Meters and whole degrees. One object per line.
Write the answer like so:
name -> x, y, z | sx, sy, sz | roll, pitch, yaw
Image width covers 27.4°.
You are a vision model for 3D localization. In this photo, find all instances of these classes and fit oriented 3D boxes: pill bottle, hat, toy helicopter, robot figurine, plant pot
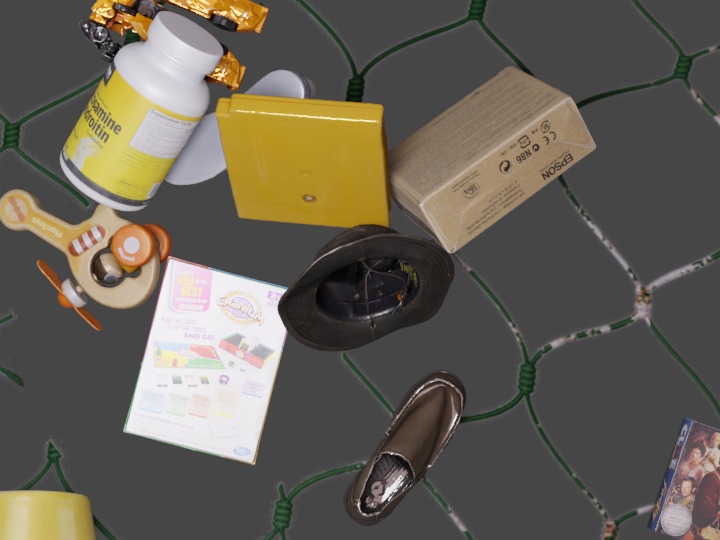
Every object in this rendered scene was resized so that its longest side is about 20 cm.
pill bottle -> -0.230, -0.171, 1.579 | 0.112, 0.112, 0.201 | 33, 111, -4
hat -> 0.000, 0.000, 1.631 | 0.199, 0.201, 0.081 | -14, 54, -5
toy helicopter -> -0.317, -0.022, 1.634 | 0.199, 0.079, 0.133 | 29, 97, 7
robot figurine -> -0.212, -0.280, 1.640 | 0.199, 0.058, 0.146 | 22, 88, -5
plant pot -> -0.354, 0.335, 1.567 | 0.199, 0.201, 0.190 | 0, 75, -5

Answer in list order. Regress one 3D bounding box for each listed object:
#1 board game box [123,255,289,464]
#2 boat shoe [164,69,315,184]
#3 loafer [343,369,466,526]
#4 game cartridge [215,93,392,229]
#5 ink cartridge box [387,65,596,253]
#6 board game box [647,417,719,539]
board game box -> -0.166, 0.100, 1.650 | 0.152, 0.040, 0.202 | 15, 88, -4
boat shoe -> -0.134, -0.154, 1.640 | 0.199, 0.065, 0.074 | -25, 86, 18
loafer -> 0.056, 0.204, 1.651 | 0.073, 0.071, 0.201 | 32, 88, -4
game cartridge -> -0.056, -0.115, 1.574 | 0.175, 0.201, 0.033 | 5, 57, 7
ink cartridge box -> 0.132, -0.124, 1.609 | 0.199, 0.165, 0.075 | -36, 115, -3
board game box -> 0.446, 0.266, 1.701 | 0.199, 0.035, 0.136 | 19, 88, -4
